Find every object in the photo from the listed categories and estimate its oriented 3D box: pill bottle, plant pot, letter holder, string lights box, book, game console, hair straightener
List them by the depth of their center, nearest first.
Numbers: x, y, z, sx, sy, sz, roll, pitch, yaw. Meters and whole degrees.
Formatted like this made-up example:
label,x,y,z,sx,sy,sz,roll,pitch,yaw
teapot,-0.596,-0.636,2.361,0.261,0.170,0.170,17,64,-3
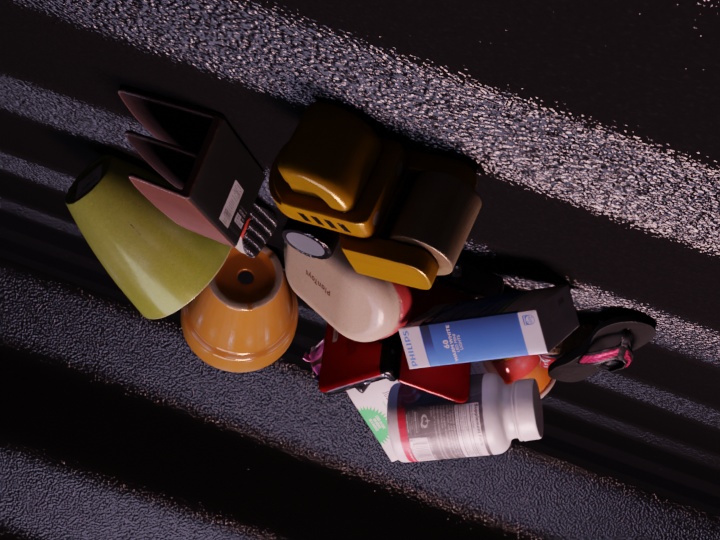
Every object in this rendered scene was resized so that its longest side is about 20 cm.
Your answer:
label,x,y,z,sx,sy,sz,roll,pitch,yaw
letter holder,-0.214,-0.119,1.416,0.142,0.101,0.200,19,170,13
string lights box,0.160,0.070,1.527,0.200,0.059,0.103,-11,-169,36
hair straightener,0.104,-0.014,1.557,0.200,0.041,0.077,29,166,-22
pill bottle,0.144,0.198,1.657,0.199,0.111,0.111,-8,161,15
game console,0.050,0.093,1.665,0.172,0.200,0.119,-20,133,29
plant pot,-0.313,-0.065,1.726,0.200,0.187,0.187,45,157,-29
book,0.099,0.177,1.743,0.134,0.200,0.048,57,-159,-16
plant pot,-0.197,0.044,2.010,0.200,0.201,0.183,20,154,1

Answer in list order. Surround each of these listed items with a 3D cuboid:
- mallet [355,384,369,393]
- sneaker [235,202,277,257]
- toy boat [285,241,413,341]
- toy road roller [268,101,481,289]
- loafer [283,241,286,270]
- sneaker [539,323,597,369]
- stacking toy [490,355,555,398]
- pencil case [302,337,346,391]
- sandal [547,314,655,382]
label,x,y,z,sx,sy,sz,roll,pitch,yaw
mallet,0.057,0.089,1.722,0.066,0.200,0.041,50,164,8
sneaker,-0.184,-0.083,1.674,0.093,0.070,0.200,35,177,20
toy boat,0.000,0.000,1.601,0.200,0.130,0.131,41,139,33
toy road roller,0.004,-0.080,1.171,0.199,0.123,0.146,16,158,25
loafer,-0.044,0.007,1.820,0.200,0.068,0.076,28,167,-37
sneaker,0.249,0.090,1.698,0.199,0.071,0.112,21,166,-15
stacking toy,0.204,0.095,1.760,0.146,0.146,0.200,14,149,28
pencil case,0.005,0.085,1.808,0.094,0.200,0.091,38,-165,3
sandal,0.319,0.115,1.596,0.075,0.045,0.200,17,145,-20
